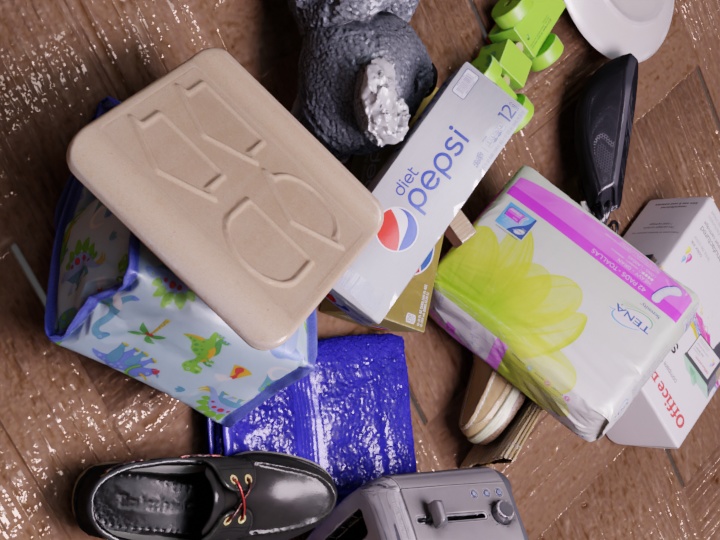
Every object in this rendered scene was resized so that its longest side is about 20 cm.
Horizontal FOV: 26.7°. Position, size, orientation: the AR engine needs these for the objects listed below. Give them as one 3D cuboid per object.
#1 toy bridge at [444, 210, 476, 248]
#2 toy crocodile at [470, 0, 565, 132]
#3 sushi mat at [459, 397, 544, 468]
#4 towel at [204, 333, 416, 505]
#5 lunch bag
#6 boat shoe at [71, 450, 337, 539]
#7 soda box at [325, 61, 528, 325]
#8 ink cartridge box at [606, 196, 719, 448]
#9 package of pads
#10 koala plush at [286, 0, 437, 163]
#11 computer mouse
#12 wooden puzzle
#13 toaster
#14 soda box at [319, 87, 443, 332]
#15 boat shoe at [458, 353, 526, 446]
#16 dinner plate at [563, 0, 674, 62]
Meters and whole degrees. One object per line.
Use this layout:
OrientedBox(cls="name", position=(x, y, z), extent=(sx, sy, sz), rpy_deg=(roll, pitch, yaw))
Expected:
OrientedBox(cls="toy bridge", position=(0.000, 0.000, 1.188), extent=(0.199, 0.027, 0.067), rpy_deg=(-38, 89, -15))
OrientedBox(cls="toy crocodile", position=(0.127, -0.185, 1.350), extent=(0.068, 0.061, 0.201), rpy_deg=(44, 59, -29))
OrientedBox(cls="sushi mat", position=(0.157, 0.093, 1.342), extent=(0.012, 0.096, 0.201), rpy_deg=(39, 65, -9))
OrientedBox(cls="towel", position=(-0.037, 0.130, 1.211), extent=(0.198, 0.049, 0.150), rpy_deg=(-5, 93, -39))
OrientedBox(cls="lunch bag", position=(-0.128, -0.015, 1.096), extent=(0.169, 0.127, 0.202), rpy_deg=(31, 42, -35))
OrientedBox(cls="boat shoe", position=(-0.108, 0.171, 1.105), extent=(0.199, 0.063, 0.075), rpy_deg=(3, 88, -20))
OrientedBox(cls="soda box", position=(0.041, -0.056, 1.147), extent=(0.063, 0.068, 0.201), rpy_deg=(36, 82, -6))
OrientedBox(cls="ink cartridge box", position=(0.290, 0.050, 1.455), extent=(0.200, 0.084, 0.145), rpy_deg=(-50, 118, -28))
OrientedBox(cls="package of pads", position=(0.166, 0.029, 1.285), extent=(0.199, 0.068, 0.155), rpy_deg=(38, 66, 12))
OrientedBox(cls="koala plush", position=(-0.002, -0.183, 1.181), extent=(0.182, 0.177, 0.203), rpy_deg=(6, 86, -27))
OrientedBox(cls="computer mouse", position=(0.219, -0.108, 1.404), extent=(0.139, 0.052, 0.202), rpy_deg=(55, 44, -69))
OrientedBox(cls="wooden puzzle", position=(-0.090, -0.049, 1.029), extent=(0.185, 0.046, 0.200), rpy_deg=(44, 35, -2))
OrientedBox(cls="toaster", position=(0.033, 0.235, 1.201), extent=(0.128, 0.200, 0.115), rpy_deg=(6, 53, -35))
OrientedBox(cls="soda box", position=(0.029, -0.054, 1.259), extent=(0.067, 0.064, 0.202), rpy_deg=(19, 77, -35))
OrientedBox(cls="boat shoe", position=(0.122, 0.055, 1.340), extent=(0.076, 0.072, 0.201), rpy_deg=(34, 61, -16))
OrientedBox(cls="dinner plate", position=(0.250, -0.300, 1.453), extent=(0.199, 0.024, 0.203), rpy_deg=(7, 80, -45))
